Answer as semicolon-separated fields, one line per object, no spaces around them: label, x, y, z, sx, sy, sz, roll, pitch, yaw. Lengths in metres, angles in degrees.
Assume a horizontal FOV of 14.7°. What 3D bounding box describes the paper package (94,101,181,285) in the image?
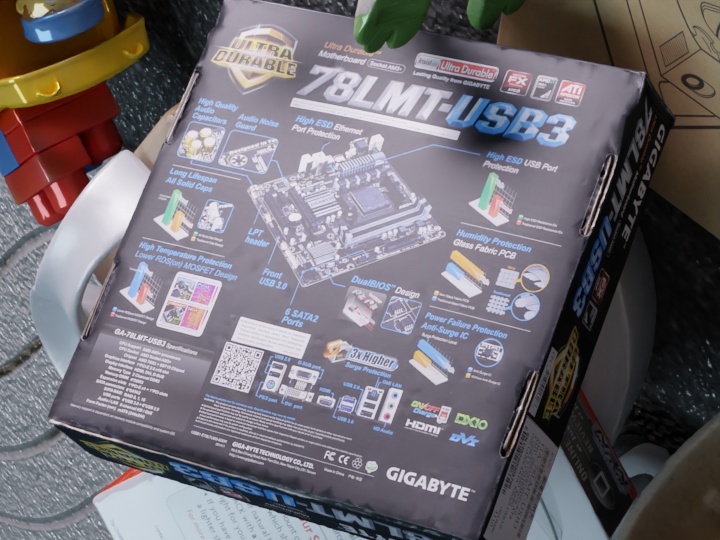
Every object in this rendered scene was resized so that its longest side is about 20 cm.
paper package;-0.035;0.003;1.382;0.191;0.103;0.200;54;154;1

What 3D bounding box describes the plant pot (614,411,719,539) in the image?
plant pot;0.222;0.150;1.068;0.184;0.201;0.200;52;156;-23

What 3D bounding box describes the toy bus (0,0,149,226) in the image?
toy bus;-0.170;-0.125;1.393;0.193;0.135;0.200;63;152;3

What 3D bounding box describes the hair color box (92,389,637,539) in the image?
hair color box;0.002;0.096;1.173;0.199;0.064;0.111;-26;95;22

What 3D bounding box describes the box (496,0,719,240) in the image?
box;0.125;-0.106;1.086;0.163;0.021;0.201;41;149;24

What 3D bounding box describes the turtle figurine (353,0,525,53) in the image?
turtle figurine;-0.029;-0.156;1.134;0.194;0.200;0.144;50;-169;24

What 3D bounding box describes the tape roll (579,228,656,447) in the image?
tape roll;0.027;0.023;1.216;0.201;0.071;0.204;4;106;14

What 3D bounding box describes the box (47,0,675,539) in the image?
box;0.000;0.000;1.106;0.199;0.199;0.050;13;161;27

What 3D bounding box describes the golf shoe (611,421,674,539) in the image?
golf shoe;0.149;0.169;1.305;0.094;0.078;0.201;19;137;49

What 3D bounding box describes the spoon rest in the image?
spoon rest;-0.131;0.022;1.384;0.099;0.060;0.200;46;151;21
